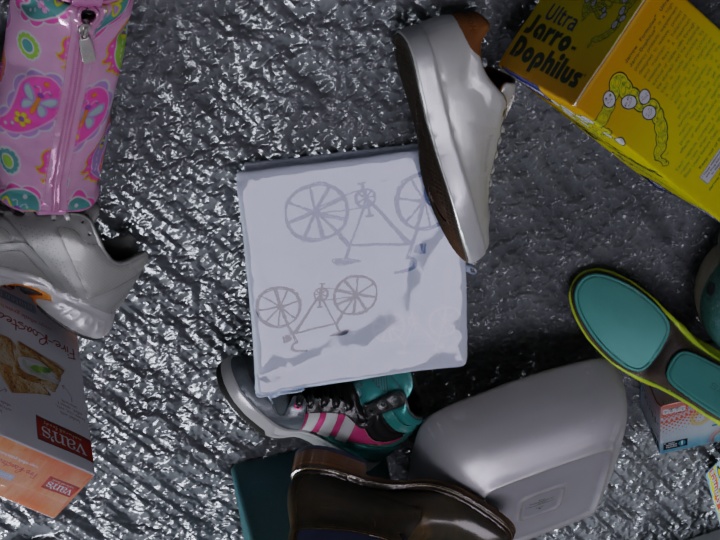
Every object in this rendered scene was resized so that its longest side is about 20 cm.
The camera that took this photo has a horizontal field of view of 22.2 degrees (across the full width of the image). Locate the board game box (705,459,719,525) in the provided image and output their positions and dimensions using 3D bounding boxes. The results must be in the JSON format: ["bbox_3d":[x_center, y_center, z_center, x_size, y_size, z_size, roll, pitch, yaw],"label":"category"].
[{"bbox_3d":[0.397,0.200,1.674,0.104,0.104,0.200,-10,161,-6],"label":"board game box"}]

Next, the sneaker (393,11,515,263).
[{"bbox_3d":[0.087,-0.100,1.387,0.084,0.073,0.202,-21,123,-13],"label":"sneaker"}]

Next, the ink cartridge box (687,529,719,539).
[{"bbox_3d":[0.335,0.334,1.856,0.115,0.067,0.201,-18,133,2],"label":"ink cartridge box"}]

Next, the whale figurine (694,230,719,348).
[{"bbox_3d":[0.371,-0.002,1.543,0.158,0.104,0.201,18,120,-27],"label":"whale figurine"}]

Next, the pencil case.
[{"bbox_3d":[-0.209,-0.133,1.283,0.087,0.088,0.201,4,130,-18],"label":"pencil case"}]

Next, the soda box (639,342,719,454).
[{"bbox_3d":[0.355,0.102,1.658,0.198,0.064,0.069,-11,133,-4],"label":"soda box"}]

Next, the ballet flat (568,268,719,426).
[{"bbox_3d":[0.260,0.070,1.583,0.199,0.067,0.067,36,94,1],"label":"ballet flat"}]

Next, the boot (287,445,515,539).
[{"bbox_3d":[0.029,0.224,1.532,0.198,0.098,0.075,18,145,-4],"label":"boot"}]

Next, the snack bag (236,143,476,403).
[{"bbox_3d":[0.000,0.000,1.462,0.187,0.021,0.202,-8,113,-10],"label":"snack bag"}]

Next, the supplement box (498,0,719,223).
[{"bbox_3d":[0.221,-0.134,1.362,0.199,0.109,0.110,32,94,-35],"label":"supplement box"}]

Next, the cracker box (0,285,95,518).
[{"bbox_3d":[-0.274,0.074,1.369,0.133,0.201,0.058,29,119,-34],"label":"cracker box"}]

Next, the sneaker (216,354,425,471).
[{"bbox_3d":[-0.016,0.097,1.537,0.120,0.084,0.199,-38,137,25],"label":"sneaker"}]

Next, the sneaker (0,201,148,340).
[{"bbox_3d":[-0.248,-0.030,1.383,0.199,0.076,0.092,31,103,-37],"label":"sneaker"}]

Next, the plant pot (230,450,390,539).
[{"bbox_3d":[-0.025,0.277,1.617,0.140,0.201,0.142,-11,133,-5],"label":"plant pot"}]

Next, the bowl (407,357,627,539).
[{"bbox_3d":[0.146,0.175,1.618,0.198,0.075,0.200,-18,148,-15],"label":"bowl"}]
